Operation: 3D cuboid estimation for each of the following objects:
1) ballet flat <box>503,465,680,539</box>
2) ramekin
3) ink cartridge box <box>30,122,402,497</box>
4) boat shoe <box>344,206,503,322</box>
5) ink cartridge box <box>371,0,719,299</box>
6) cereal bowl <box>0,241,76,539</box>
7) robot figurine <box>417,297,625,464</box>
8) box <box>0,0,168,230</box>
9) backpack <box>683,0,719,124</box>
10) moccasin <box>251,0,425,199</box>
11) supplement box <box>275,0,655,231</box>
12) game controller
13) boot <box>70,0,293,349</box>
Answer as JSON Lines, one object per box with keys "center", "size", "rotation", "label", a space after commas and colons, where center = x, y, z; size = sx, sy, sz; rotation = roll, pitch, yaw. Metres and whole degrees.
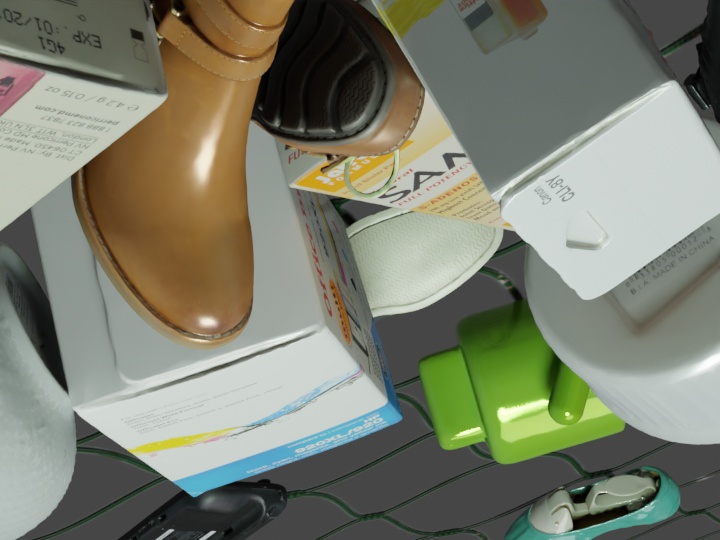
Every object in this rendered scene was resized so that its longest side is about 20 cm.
{"center": [0.241, 0.251, 1.983], "size": [0.200, 0.067, 0.070], "rotation": [-17, 134, 5], "label": "ballet flat"}
{"center": [0.198, -0.002, 1.140], "size": [0.200, 0.201, 0.098], "rotation": [-26, 149, 25], "label": "ramekin"}
{"center": [-0.079, 0.020, 1.063], "size": [0.144, 0.147, 0.200], "rotation": [-19, 158, 6], "label": "ink cartridge box"}
{"center": [0.000, 0.000, 1.208], "size": [0.200, 0.072, 0.068], "rotation": [-29, -166, 14], "label": "boat shoe"}
{"center": [0.064, -0.104, 0.765], "size": [0.083, 0.200, 0.145], "rotation": [-33, 155, 11], "label": "ink cartridge box"}
{"center": [-0.205, 0.045, 0.982], "size": [0.083, 0.200, 0.200], "rotation": [-25, 158, 2], "label": "cereal bowl"}
{"center": [0.146, 0.074, 1.391], "size": [0.200, 0.116, 0.175], "rotation": [-16, 168, -1], "label": "robot figurine"}
{"center": [-0.189, -0.086, 0.756], "size": [0.109, 0.128, 0.200], "rotation": [10, 147, -45], "label": "box"}
{"center": [0.254, -0.106, 0.938], "size": [0.147, 0.183, 0.200], "rotation": [-24, 152, 4], "label": "backpack"}
{"center": [-0.014, -0.079, 0.841], "size": [0.078, 0.074, 0.201], "rotation": [25, 175, -21], "label": "moccasin"}
{"center": [0.063, -0.088, 0.994], "size": [0.200, 0.074, 0.126], "rotation": [9, 148, -45], "label": "supplement box"}
{"center": [-0.152, 0.236, 1.713], "size": [0.104, 0.042, 0.200], "rotation": [16, 145, -28], "label": "game controller"}
{"center": [-0.061, -0.079, 0.755], "size": [0.074, 0.200, 0.155], "rotation": [-9, 167, -35], "label": "boot"}
